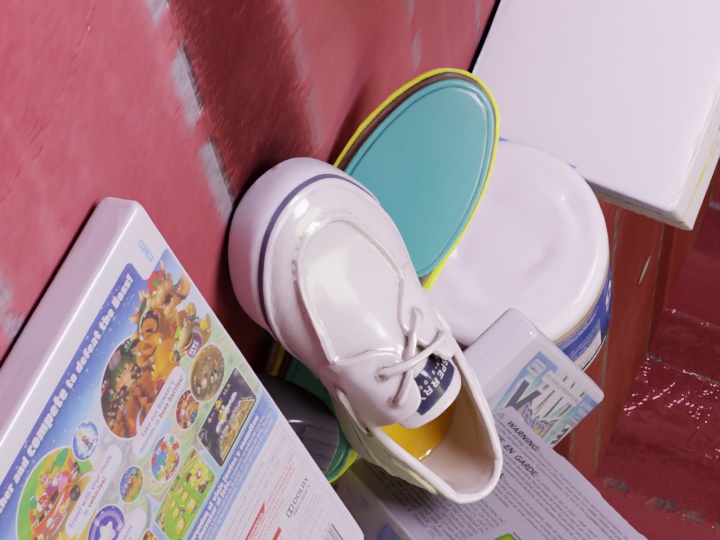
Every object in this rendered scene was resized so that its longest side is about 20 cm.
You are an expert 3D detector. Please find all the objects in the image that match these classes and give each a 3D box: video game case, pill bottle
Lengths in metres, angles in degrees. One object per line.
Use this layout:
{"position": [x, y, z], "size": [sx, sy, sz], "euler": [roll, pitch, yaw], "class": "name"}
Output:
{"position": [-0.069, 0.093, 0.817], "size": [0.143, 0.018, 0.200], "euler": [-62, 144, -27], "class": "video game case"}
{"position": [0.035, 0.104, 1.229], "size": [0.182, 0.022, 0.200], "euler": [-44, 162, 3], "class": "video game case"}
{"position": [0.080, 0.009, 1.333], "size": [0.200, 0.111, 0.111], "euler": [65, 48, -75], "class": "pill bottle"}

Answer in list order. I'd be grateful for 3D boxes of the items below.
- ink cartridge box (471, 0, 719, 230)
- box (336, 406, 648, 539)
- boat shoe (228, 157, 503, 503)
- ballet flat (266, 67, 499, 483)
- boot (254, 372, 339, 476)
{"position": [0.144, -0.105, 1.379], "size": [0.200, 0.128, 0.126], "euler": [12, 99, -80], "class": "ink cartridge box"}
{"position": [0.043, 0.182, 1.155], "size": [0.101, 0.112, 0.200], "euler": [-16, 135, -34], "class": "box"}
{"position": [0.011, 0.032, 1.005], "size": [0.071, 0.070, 0.200], "euler": [-45, 140, -16], "class": "boat shoe"}
{"position": [0.000, 0.000, 1.094], "size": [0.067, 0.067, 0.201], "euler": [-120, -128, -77], "class": "ballet flat"}
{"position": [-0.076, 0.147, 0.970], "size": [0.200, 0.077, 0.139], "euler": [-46, 163, -54], "class": "boot"}
